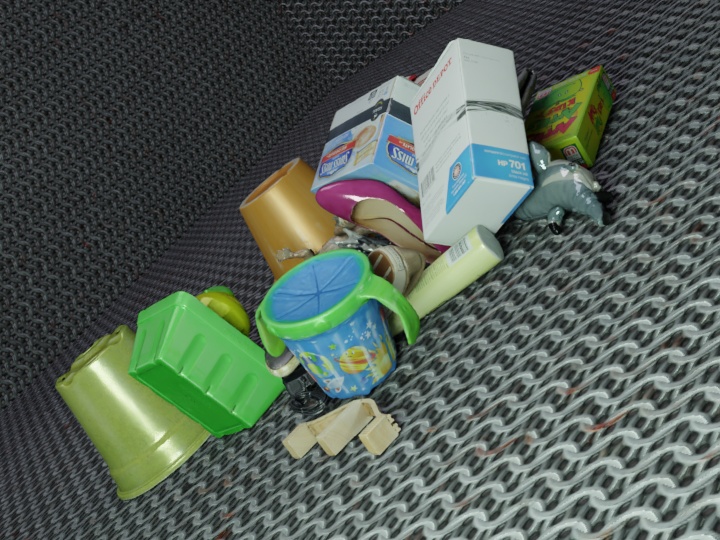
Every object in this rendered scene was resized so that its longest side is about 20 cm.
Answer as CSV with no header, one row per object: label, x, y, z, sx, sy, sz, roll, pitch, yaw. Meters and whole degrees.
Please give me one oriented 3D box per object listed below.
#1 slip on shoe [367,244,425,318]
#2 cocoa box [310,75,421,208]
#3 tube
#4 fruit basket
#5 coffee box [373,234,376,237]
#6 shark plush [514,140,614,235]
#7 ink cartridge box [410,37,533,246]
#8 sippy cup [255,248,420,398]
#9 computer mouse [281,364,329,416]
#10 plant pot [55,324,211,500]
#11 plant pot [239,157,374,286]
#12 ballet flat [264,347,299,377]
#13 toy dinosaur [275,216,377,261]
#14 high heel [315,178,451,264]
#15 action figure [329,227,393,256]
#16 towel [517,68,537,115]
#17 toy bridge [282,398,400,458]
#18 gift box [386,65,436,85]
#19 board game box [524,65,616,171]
slip on shoe,0.009,0.040,1.497,0.060,0.076,0.200,-13,-31,-42
cocoa box,0.042,-0.155,1.698,0.200,0.133,0.132,-15,53,63
tube,0.082,0.024,1.495,0.200,0.052,0.058,-39,-28,23
fruit basket,-0.192,0.094,1.670,0.155,0.216,0.216,-24,19,49
coffee box,0.091,-0.088,1.756,0.200,0.044,0.124,-22,44,61
shark plush,0.240,-0.073,1.418,0.084,0.091,0.200,-58,33,4
ink cartridge box,0.129,-0.150,1.499,0.147,0.085,0.202,127,147,-54
sippy cup,-0.024,0.068,1.403,0.139,0.131,0.178,-36,29,-14
computer mouse,-0.061,0.144,1.512,0.058,0.034,0.200,-29,14,-1
plant pot,-0.322,0.186,1.763,0.200,0.185,0.201,-37,12,9
plant pot,-0.086,-0.068,1.966,0.200,0.184,0.200,-37,13,10
ballet flat,-0.077,0.086,1.610,0.066,0.057,0.200,-15,21,16
toy dinosaur,-0.029,-0.024,1.805,0.199,0.086,0.135,-36,-12,17
high heel,0.036,-0.058,1.594,0.097,0.198,0.068,-80,-1,-46
action figure,0.000,0.000,1.650,0.200,0.101,0.120,-78,-4,-61
towel,0.178,-0.155,1.635,0.200,0.034,0.194,-62,-8,-64
toy bridge,-0.015,0.165,1.319,0.067,0.027,0.200,-43,13,-27
gift box,0.071,-0.187,1.926,0.199,0.187,0.185,-31,14,29
board game box,0.264,-0.187,1.630,0.101,0.048,0.200,-20,25,32
